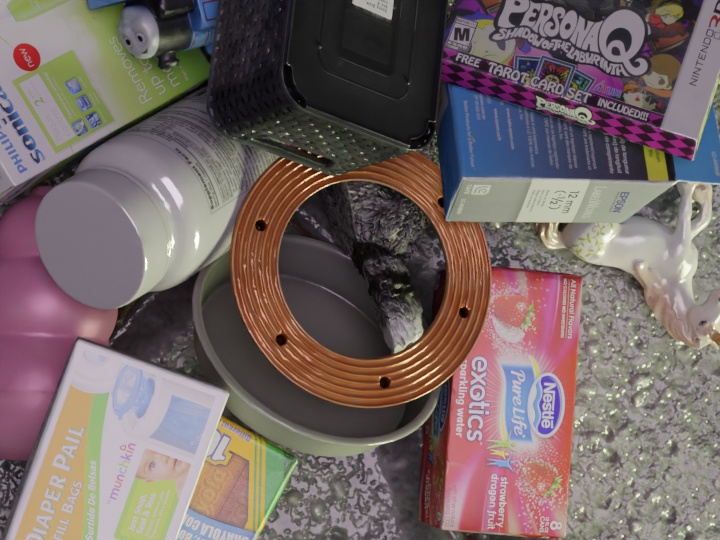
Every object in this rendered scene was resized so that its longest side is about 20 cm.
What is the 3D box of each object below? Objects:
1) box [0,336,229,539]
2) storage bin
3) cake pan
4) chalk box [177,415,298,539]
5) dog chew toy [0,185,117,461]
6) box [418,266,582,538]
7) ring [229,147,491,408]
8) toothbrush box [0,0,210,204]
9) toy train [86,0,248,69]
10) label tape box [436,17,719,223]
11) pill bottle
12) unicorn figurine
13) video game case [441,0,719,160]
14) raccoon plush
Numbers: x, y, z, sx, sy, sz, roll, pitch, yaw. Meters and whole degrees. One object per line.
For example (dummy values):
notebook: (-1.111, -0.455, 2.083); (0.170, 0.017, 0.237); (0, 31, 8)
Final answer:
box: (-0.176, 0.157, 1.470); (0.112, 0.101, 0.201); (19, 86, -7)
storage bin: (-0.019, -0.182, 1.510); (0.135, 0.094, 0.201); (18, 70, -35)
cake pan: (-0.036, 0.058, 1.597); (0.200, 0.037, 0.201); (17, 42, -16)
chalk box: (-0.150, 0.195, 1.584); (0.124, 0.124, 0.200); (28, 84, -6)
dog chew toy: (-0.232, 0.039, 1.580); (0.124, 0.125, 0.201); (3, 85, -9)
box: (0.106, 0.099, 1.642); (0.099, 0.095, 0.201); (5, 87, -9)
ring: (0.000, 0.000, 1.557); (0.200, 0.019, 0.201); (4, 79, -19)
toothbrush box: (-0.230, -0.151, 1.566); (0.200, 0.086, 0.146); (-33, 93, -36)
toy train: (-0.105, -0.215, 1.567); (0.200, 0.087, 0.115); (-19, 97, -36)
label tape box: (0.156, -0.109, 1.587); (0.199, 0.066, 0.144); (2, 59, -11)
pill bottle: (-0.137, -0.053, 1.553); (0.114, 0.113, 0.200); (57, 38, -3)
unicorn figurine: (0.228, -0.023, 1.686); (0.199, 0.074, 0.138); (19, 94, 7)
video game case: (0.172, -0.189, 1.560); (0.199, 0.036, 0.182); (19, 65, 8)
raccoon plush: (0.050, -0.043, 1.638); (0.134, 0.097, 0.201); (-16, 85, -14)
